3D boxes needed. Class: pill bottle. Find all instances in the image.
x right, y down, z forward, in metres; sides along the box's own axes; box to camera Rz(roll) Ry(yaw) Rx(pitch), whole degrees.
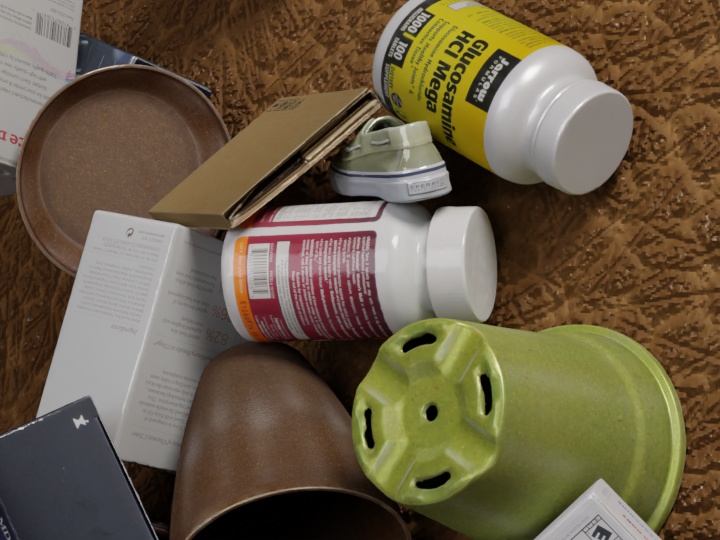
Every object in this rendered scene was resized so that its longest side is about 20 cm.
[{"bbox_3d":[0.111,-0.136,1.437,0.200,0.112,0.112,33,98,41],"label":"pill bottle"},{"bbox_3d":[0.000,0.000,1.463,0.200,0.110,0.110,-2,74,20],"label":"pill bottle"}]

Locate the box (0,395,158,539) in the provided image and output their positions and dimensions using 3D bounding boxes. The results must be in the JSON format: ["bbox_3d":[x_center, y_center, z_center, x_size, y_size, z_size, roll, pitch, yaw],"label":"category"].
[{"bbox_3d":[-0.258,0.199,1.463,0.200,0.104,0.148,-31,84,59],"label":"box"}]

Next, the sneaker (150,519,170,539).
[{"bbox_3d":[-0.189,0.232,1.543,0.200,0.116,0.076,2,68,28],"label":"sneaker"}]

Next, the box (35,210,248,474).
[{"bbox_3d":[-0.166,0.067,1.574,0.106,0.152,0.200,11,83,41],"label":"box"}]

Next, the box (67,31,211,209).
[{"bbox_3d":[-0.263,-0.145,1.753,0.200,0.107,0.148,25,93,42],"label":"box"}]

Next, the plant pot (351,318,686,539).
[{"bbox_3d":[0.099,0.115,1.320,0.200,0.184,0.200,-14,67,36],"label":"plant pot"}]

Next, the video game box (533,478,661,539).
[{"bbox_3d":[0.156,0.273,1.259,0.182,0.047,0.200,47,109,7],"label":"video game box"}]

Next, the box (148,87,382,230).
[{"bbox_3d":[-0.084,-0.092,1.540,0.163,0.021,0.200,-42,18,-16],"label":"box"}]

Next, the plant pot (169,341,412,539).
[{"bbox_3d":[-0.071,0.158,1.467,0.187,0.187,0.200,-41,40,23],"label":"plant pot"}]

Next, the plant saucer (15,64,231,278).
[{"bbox_3d":[-0.210,-0.085,1.645,0.200,0.200,0.037,-66,26,2],"label":"plant saucer"}]

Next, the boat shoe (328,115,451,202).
[{"bbox_3d":[0.024,-0.093,1.480,0.200,0.072,0.062,-164,65,-70],"label":"boat shoe"}]

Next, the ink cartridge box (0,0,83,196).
[{"bbox_3d":[-0.333,-0.182,1.654,0.087,0.145,0.200,-11,70,37],"label":"ink cartridge box"}]
